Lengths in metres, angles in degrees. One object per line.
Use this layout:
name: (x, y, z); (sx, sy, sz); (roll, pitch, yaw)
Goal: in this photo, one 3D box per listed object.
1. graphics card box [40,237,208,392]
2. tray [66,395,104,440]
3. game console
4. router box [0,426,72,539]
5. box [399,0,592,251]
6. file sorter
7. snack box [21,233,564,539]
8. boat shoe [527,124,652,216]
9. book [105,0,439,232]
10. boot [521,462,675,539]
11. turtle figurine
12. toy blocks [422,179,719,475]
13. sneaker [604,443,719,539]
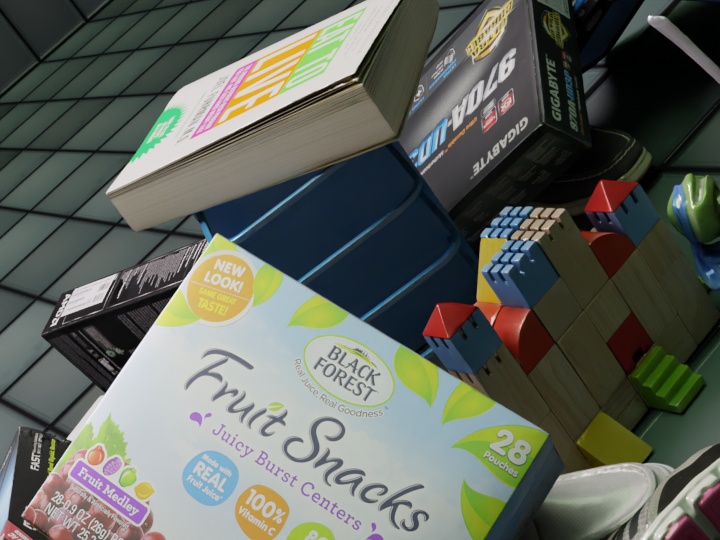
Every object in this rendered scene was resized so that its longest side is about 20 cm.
graphics card box: (-0.138, 0.049, 1.143); (0.199, 0.125, 0.051); (-20, 37, 37)
tray: (-0.233, 0.172, 1.107); (0.201, 0.022, 0.108); (-55, -8, -35)
game console: (0.236, -0.185, 1.116); (0.200, 0.118, 0.171); (-36, -19, -56)
router box: (-0.226, 0.221, 0.922); (0.201, 0.062, 0.150); (-63, 17, 15)
box: (0.083, -0.101, 1.067); (0.200, 0.046, 0.160); (-44, 36, 43)
file sorter: (0.000, 0.000, 0.951); (0.138, 0.201, 0.123); (-36, 27, 2)
snack box: (-0.031, 0.104, 0.698); (0.199, 0.068, 0.169); (31, 80, 22)
boat shoe: (0.131, -0.087, 1.089); (0.072, 0.065, 0.199); (-44, 24, -17)
book: (-0.052, -0.103, 0.913); (0.199, 0.048, 0.134); (-20, 30, 32)
boot: (0.061, 0.130, 0.738); (0.199, 0.096, 0.074); (-29, 29, 20)
turtle figurine: (0.254, -0.088, 0.781); (0.192, 0.202, 0.144); (-3, -5, 20)
toy blocks: (0.111, 0.025, 0.817); (0.200, 0.137, 0.100); (-46, 25, -21)
sneaker: (0.108, 0.149, 0.668); (0.200, 0.074, 0.087); (-48, 31, -11)
